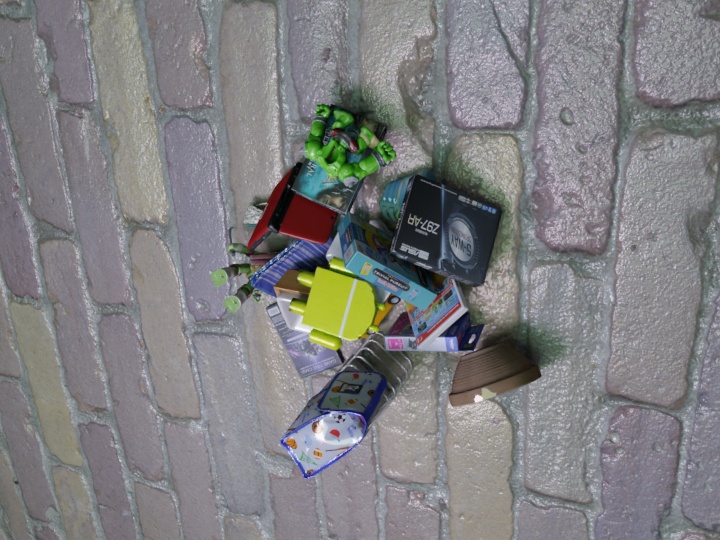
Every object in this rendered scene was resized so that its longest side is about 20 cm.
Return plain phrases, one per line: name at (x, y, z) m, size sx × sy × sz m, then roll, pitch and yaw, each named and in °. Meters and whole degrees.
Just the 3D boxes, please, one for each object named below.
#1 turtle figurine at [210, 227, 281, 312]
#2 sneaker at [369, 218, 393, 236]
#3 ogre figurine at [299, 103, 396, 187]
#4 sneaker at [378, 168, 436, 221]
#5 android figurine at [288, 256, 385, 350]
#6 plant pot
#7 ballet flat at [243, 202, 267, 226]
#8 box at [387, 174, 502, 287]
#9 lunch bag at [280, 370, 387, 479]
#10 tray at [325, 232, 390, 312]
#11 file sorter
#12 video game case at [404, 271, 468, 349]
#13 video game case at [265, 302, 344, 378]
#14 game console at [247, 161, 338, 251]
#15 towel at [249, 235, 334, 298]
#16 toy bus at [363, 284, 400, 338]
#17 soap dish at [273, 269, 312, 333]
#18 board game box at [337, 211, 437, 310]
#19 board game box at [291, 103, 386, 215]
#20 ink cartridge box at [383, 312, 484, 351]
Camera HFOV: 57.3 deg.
turtle figurine at (-0.279, 0.015, 1.548) m, size 0.196 × 0.194 × 0.148 m, roll 16°, pitch 118°, yaw 22°
sneaker at (0.003, -0.033, 1.473) m, size 0.200 × 0.075 × 0.082 m, roll -46°, pitch 73°, yaw 29°
ogre figurine at (-0.038, -0.246, 1.316) m, size 0.199 × 0.098 × 0.120 m, roll 41°, pitch 76°, yaw 1°
sneaker at (0.101, -0.100, 1.376) m, size 0.128 × 0.079 × 0.206 m, roll -6°, pitch 82°, yaw 30°
android figurine at (-0.046, 0.070, 1.361) m, size 0.195 × 0.041 × 0.187 m, roll 15°, pitch 90°, yaw 11°
plant pot at (0.269, 0.208, 1.372) m, size 0.198 × 0.199 × 0.095 m, roll -23°, pitch 80°, yaw 30°
ballet flat at (-0.186, -0.125, 1.525) m, size 0.195 × 0.072 × 0.074 m, roll 9°, pitch 113°, yaw 21°
box at (0.168, -0.077, 1.297) m, size 0.196 × 0.043 × 0.164 m, roll 20°, pitch 79°, yaw -10°
lunch bag at (-0.043, 0.294, 1.329) m, size 0.198 × 0.170 × 0.125 m, roll -34°, pitch 97°, yaw 26°
tray at (0.000, 0.000, 1.413) m, size 0.201 × 0.022 × 0.108 m, roll 54°, pitch 128°, yaw 29°
file sorter at (0.020, 0.249, 1.493) m, size 0.138 × 0.200 × 0.125 m, roll 42°, pitch 117°, yaw 4°
video game case at (0.145, 0.041, 1.378) m, size 0.017 × 0.203 × 0.143 m, roll 19°, pitch 130°, yaw -34°
video game case at (-0.139, 0.160, 1.636) m, size 0.141 × 0.019 × 0.204 m, roll -22°, pitch 100°, yaw 30°
game console at (-0.136, -0.123, 1.436) m, size 0.118 × 0.203 × 0.172 m, roll 34°, pitch 139°, yaw -19°
towel at (-0.141, -0.012, 1.469) m, size 0.198 × 0.145 × 0.024 m, roll -37°, pitch 63°, yaw 8°
toy bus at (0.031, 0.062, 1.465) m, size 0.077 × 0.066 × 0.201 m, roll 13°, pitch 131°, yaw -29°
soap dish at (-0.102, 0.077, 1.490) m, size 0.153 × 0.083 × 0.201 m, roll 10°, pitch 154°, yaw 9°
board game box at (0.052, -0.020, 1.324) m, size 0.197 × 0.152 × 0.047 m, roll 27°, pitch 117°, yaw -24°
board game box at (-0.044, -0.232, 1.378) m, size 0.133 × 0.028 × 0.204 m, roll 23°, pitch 85°, yaw 13°
ink cartridge box at (0.161, 0.132, 1.424) m, size 0.195 × 0.119 × 0.043 m, roll 0°, pitch 112°, yaw 25°
